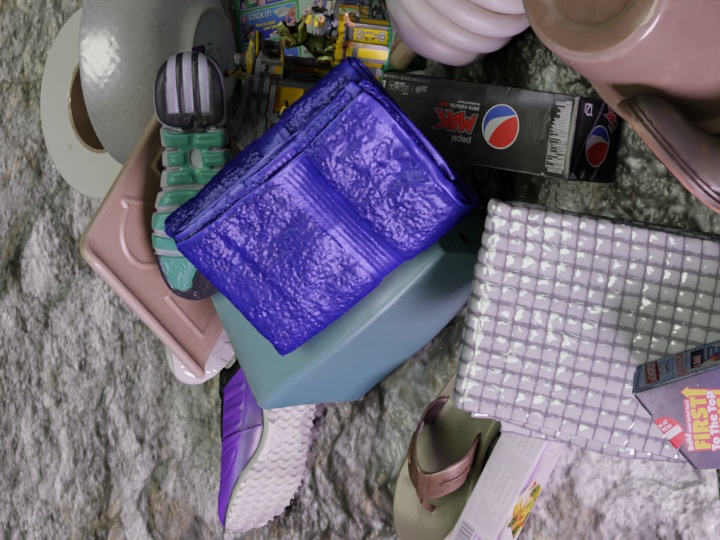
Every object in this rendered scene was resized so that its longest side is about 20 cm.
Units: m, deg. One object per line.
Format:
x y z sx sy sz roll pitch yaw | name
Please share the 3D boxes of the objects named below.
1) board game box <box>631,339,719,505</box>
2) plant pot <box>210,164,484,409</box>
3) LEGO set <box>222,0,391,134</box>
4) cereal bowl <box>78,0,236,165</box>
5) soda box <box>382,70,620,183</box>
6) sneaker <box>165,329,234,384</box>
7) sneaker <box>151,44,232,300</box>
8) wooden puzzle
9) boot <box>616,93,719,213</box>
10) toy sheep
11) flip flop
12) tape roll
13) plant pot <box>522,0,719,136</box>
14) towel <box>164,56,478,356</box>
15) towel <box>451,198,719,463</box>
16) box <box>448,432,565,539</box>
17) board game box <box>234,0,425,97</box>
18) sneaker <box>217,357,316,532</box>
0.281 0.112 0.885 0.199 0.062 0.201 -5 101 16 | board game box
0.000 0.000 1.125 0.200 0.141 0.142 -37 69 29 | plant pot
-0.047 -0.168 1.076 0.201 0.115 0.154 -94 12 -50 | LEGO set
-0.166 -0.189 1.226 0.083 0.200 0.201 1 92 19 | cereal bowl
0.100 -0.114 1.072 0.199 0.071 0.064 15 100 39 | soda box
-0.147 0.015 1.267 0.080 0.076 0.201 -30 46 51 | sneaker
-0.126 -0.080 1.109 0.074 0.088 0.201 4 108 2 | sneaker
-0.155 -0.038 1.168 0.046 0.185 0.201 1 55 32 | wooden puzzle
0.267 -0.076 0.894 0.200 0.075 0.097 36 110 -12 | boot
0.079 -0.228 1.054 0.138 0.137 0.200 60 139 21 | toy sheep
0.072 0.142 1.115 0.081 0.057 0.201 40 116 32 | flip flop
-0.251 -0.172 1.392 0.202 0.037 0.204 3 94 41 | tape roll
0.200 -0.191 0.919 0.199 0.174 0.201 1 91 40 | plant pot
-0.031 -0.040 1.007 0.200 0.050 0.148 -38 105 19 | towel
0.175 0.042 0.976 0.199 0.086 0.167 10 100 13 | towel
0.130 0.145 1.078 0.041 0.039 0.201 36 114 32 | box
-0.032 -0.231 1.208 0.199 0.029 0.135 -3 90 40 | board game box
-0.097 0.138 1.260 0.099 0.069 0.201 35 114 45 | sneaker
